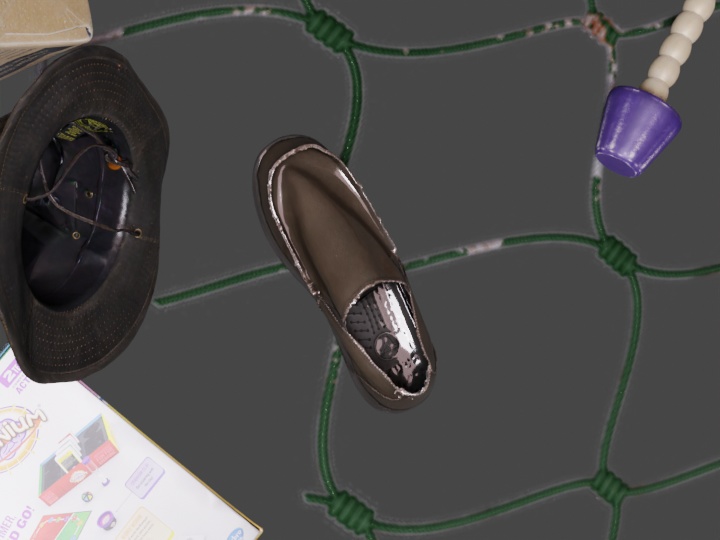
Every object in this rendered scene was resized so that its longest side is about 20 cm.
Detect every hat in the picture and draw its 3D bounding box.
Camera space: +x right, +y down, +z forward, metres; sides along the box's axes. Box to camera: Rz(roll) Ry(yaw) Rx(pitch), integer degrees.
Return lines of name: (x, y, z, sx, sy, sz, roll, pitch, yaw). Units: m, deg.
hat: (-0.193, -0.037, 0.886, 0.080, 0.200, 0.202, 9, 85, 21)

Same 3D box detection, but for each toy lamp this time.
toy lamp: (0.224, -0.159, 1.035, 0.058, 0.058, 0.201, 30, 82, -13)

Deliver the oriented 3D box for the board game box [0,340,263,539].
board game box: (-0.184, 0.158, 0.918, 0.200, 0.040, 0.153, 42, 78, -11)

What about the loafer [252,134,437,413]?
loafer: (0.000, 0.000, 0.959, 0.073, 0.071, 0.201, -32, 97, -14)

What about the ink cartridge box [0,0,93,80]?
ink cartridge box: (-0.236, -0.210, 0.844, 0.075, 0.164, 0.202, -11, 92, -39)
